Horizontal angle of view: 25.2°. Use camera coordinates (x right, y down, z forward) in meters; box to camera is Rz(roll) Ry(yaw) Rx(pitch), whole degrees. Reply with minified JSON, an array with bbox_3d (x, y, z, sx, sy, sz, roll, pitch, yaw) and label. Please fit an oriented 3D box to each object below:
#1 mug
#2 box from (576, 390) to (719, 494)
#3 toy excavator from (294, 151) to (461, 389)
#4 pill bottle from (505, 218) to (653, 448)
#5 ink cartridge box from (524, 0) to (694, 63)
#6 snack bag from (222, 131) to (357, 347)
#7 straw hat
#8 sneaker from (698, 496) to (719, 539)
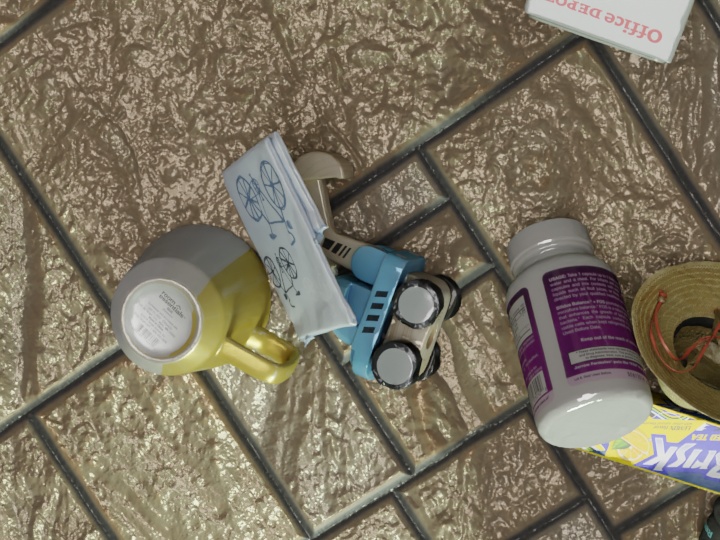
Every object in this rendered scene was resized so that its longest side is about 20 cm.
[{"bbox_3d":[-0.159,0.036,1.591,0.185,0.153,0.151,-1,97,9],"label":"mug"},{"bbox_3d":[0.299,0.162,1.579,0.198,0.064,0.071,17,101,6],"label":"box"},{"bbox_3d":[0.000,0.000,1.596,0.199,0.100,0.196,22,100,14],"label":"toy excavator"},{"bbox_3d":[0.199,0.056,1.520,0.111,0.112,0.201,-18,59,11],"label":"pill bottle"},{"bbox_3d":[0.250,-0.307,1.477,0.144,0.145,0.201,21,101,5],"label":"ink cartridge box"},{"bbox_3d":[-0.067,-0.027,1.560,0.021,0.188,0.201,-26,91,-20],"label":"snack bag"},{"bbox_3d":[0.333,0.090,1.542,0.200,0.201,0.085,32,139,3],"label":"straw hat"},{"bbox_3d":[0.425,0.296,1.583,0.199,0.075,0.080,31,116,10],"label":"sneaker"}]
